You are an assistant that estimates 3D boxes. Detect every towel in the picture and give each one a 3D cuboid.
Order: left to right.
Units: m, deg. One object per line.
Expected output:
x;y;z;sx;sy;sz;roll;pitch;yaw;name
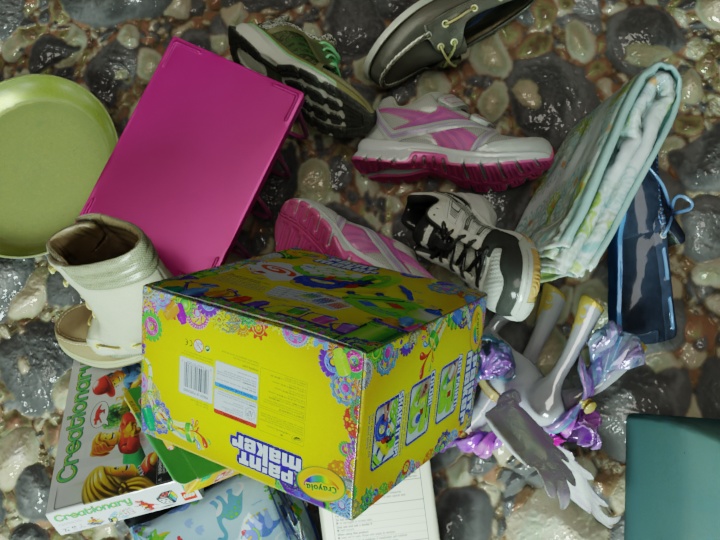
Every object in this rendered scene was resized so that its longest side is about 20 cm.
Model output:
0.201;-0.079;0.744;0.048;0.171;0.201;31;82;-5;towel

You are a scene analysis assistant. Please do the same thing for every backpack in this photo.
-0.106;0.260;0.723;0.162;0.154;0.202;-25;90;-8;backpack

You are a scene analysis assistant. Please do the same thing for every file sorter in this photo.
-0.151;-0.089;0.797;0.138;0.125;0.202;24;82;8;file sorter

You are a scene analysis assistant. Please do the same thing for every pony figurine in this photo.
0.161;0.120;0.733;0.200;0.167;0.193;-50;47;-3;pony figurine

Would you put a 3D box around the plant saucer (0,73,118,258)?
-0.346;-0.108;0.864;0.198;0.031;0.202;-1;79;4;plant saucer

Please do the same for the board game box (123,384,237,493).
-0.109;0.127;0.717;0.096;0.199;0.030;51;119;22;board game box

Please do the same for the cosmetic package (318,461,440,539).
0.021;0.249;0.720;0.102;0.073;0.202;-6;89;3;cosmetic package

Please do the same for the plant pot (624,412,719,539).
0.310;0.189;0.666;0.140;0.200;0.143;4;78;6;plant pot

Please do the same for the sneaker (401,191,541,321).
0.091;-0.016;0.735;0.087;0.200;0.076;8;110;-18;sneaker

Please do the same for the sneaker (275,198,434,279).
0.000;0.000;0.787;0.200;0.088;0.082;41;119;21;sneaker

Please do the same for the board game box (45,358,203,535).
-0.206;0.132;0.745;0.125;0.035;0.201;-15;40;1;board game box

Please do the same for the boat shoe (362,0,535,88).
0.093;-0.249;0.840;0.201;0.072;0.060;-38;73;-8;boat shoe

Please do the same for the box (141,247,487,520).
-0.033;0.070;0.643;0.198;0.192;0.123;13;107;31;box

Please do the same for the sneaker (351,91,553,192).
0.093;-0.134;0.809;0.198;0.081;0.089;7;78;8;sneaker

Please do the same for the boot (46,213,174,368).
-0.228;0.020;0.723;0.198;0.155;0.073;0;52;30;boot

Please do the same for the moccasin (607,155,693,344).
0.277;-0.030;0.786;0.067;0.080;0.202;3;92;7;moccasin

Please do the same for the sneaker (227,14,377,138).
-0.047;-0.213;0.833;0.200;0.077;0.088;39;67;24;sneaker
